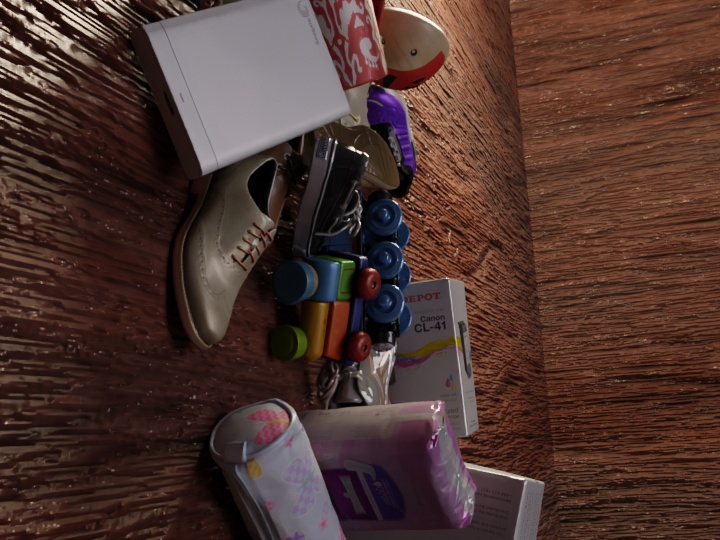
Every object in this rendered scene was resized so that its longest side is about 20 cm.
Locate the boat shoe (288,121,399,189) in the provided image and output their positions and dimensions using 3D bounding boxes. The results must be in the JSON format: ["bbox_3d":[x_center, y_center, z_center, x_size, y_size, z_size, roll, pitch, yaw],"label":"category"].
[{"bbox_3d":[-0.021,-0.128,1.099,0.200,0.064,0.072,13,59,-58],"label":"boat shoe"}]

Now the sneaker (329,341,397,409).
[{"bbox_3d":[-0.002,0.126,1.151,0.092,0.075,0.202,9,74,-67],"label":"sneaker"}]

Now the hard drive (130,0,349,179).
[{"bbox_3d":[-0.101,-0.176,0.870,0.200,0.027,0.133,-31,104,-44],"label":"hard drive"}]

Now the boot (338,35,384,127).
[{"bbox_3d":[-0.007,-0.219,1.194,0.200,0.072,0.156,14,89,-67],"label":"boot"}]

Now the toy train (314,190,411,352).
[{"bbox_3d":[0.000,0.000,1.130,0.087,0.113,0.202,59,28,-67],"label":"toy train"}]

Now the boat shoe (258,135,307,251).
[{"bbox_3d":[-0.091,-0.110,0.966,0.072,0.067,0.202,51,36,-58],"label":"boat shoe"}]

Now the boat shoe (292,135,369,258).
[{"bbox_3d":[-0.030,-0.070,1.022,0.200,0.068,0.074,109,-7,-55],"label":"boat shoe"}]

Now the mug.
[{"bbox_3d":[-0.029,-0.299,1.033,0.133,0.176,0.201,-159,-130,-71],"label":"mug"}]

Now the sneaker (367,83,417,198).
[{"bbox_3d":[0.039,-0.180,1.391,0.200,0.069,0.100,59,32,-51],"label":"sneaker"}]

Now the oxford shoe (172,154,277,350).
[{"bbox_3d":[-0.116,-0.026,0.848,0.071,0.073,0.201,54,33,-55],"label":"oxford shoe"}]

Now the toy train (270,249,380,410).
[{"bbox_3d":[-0.052,0.081,1.026,0.115,0.084,0.202,-2,103,-56],"label":"toy train"}]

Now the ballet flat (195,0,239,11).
[{"bbox_3d":[-0.122,-0.226,0.924,0.076,0.063,0.202,16,67,-69],"label":"ballet flat"}]

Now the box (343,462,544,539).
[{"bbox_3d":[0.091,0.317,1.091,0.131,0.197,0.202,35,65,-66],"label":"box"}]

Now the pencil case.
[{"bbox_3d":[-0.073,0.218,0.880,0.091,0.083,0.201,-42,127,-42],"label":"pencil case"}]

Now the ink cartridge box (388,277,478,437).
[{"bbox_3d":[0.067,0.119,1.240,0.086,0.146,0.202,9,74,-72],"label":"ink cartridge box"}]

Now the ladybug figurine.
[{"bbox_3d":[0.048,-0.287,1.266,0.200,0.135,0.073,69,37,-88],"label":"ladybug figurine"}]

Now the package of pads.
[{"bbox_3d":[0.005,0.194,0.939,0.076,0.198,0.121,-61,137,-53],"label":"package of pads"}]
